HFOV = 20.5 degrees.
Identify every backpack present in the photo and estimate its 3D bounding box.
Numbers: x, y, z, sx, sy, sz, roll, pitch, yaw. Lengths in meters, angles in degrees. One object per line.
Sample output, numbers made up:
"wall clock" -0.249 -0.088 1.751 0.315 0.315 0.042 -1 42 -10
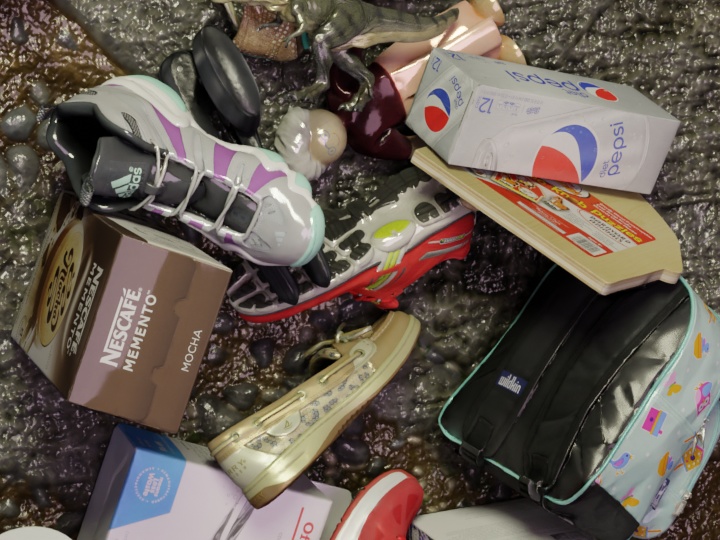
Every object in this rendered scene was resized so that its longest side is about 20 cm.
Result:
"backpack" 0.185 0.088 1.487 0.153 0.175 0.201 31 87 -39

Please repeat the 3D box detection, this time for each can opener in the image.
"can opener" -0.083 -0.069 1.385 0.063 0.079 0.202 -22 85 -7

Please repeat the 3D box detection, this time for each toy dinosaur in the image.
"toy dinosaur" -0.015 -0.156 1.374 0.198 0.047 0.089 8 92 -32

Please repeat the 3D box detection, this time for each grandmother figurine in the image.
"grandmother figurine" 0.020 -0.131 1.446 0.199 0.061 0.122 -34 101 -14

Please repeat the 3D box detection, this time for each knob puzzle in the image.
"knob puzzle" 0.149 -0.040 1.452 0.218 0.220 0.031 15 115 -22

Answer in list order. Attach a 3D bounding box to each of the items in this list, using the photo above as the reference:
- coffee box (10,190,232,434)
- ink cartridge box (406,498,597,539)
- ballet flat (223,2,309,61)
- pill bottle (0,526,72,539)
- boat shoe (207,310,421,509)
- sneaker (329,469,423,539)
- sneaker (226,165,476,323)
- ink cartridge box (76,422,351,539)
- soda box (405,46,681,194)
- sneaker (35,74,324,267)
"coffee box" -0.164 0.023 1.327 0.079 0.200 0.114 19 93 -22
"ink cartridge box" 0.118 0.223 1.468 0.108 0.200 0.051 -7 102 -19
"ballet flat" -0.079 -0.244 1.385 0.065 0.071 0.202 -7 99 1
"pill bottle" -0.213 0.265 1.355 0.110 0.111 0.201 -21 140 -16
"boat shoe" -0.028 0.086 1.437 0.063 0.073 0.200 45 52 0
"sneaker" 0.022 0.242 1.452 0.200 0.115 0.079 -54 155 -32
"sneaker" 0.000 0.000 1.452 0.199 0.077 0.085 -24 133 -13
"ink cartridge box" -0.099 0.197 1.455 0.198 0.067 0.117 18 94 -23
"soda box" 0.135 -0.107 1.455 0.199 0.068 0.064 6 115 -36
"sneaker" -0.130 -0.055 1.307 0.140 0.199 0.078 -20 137 -58
